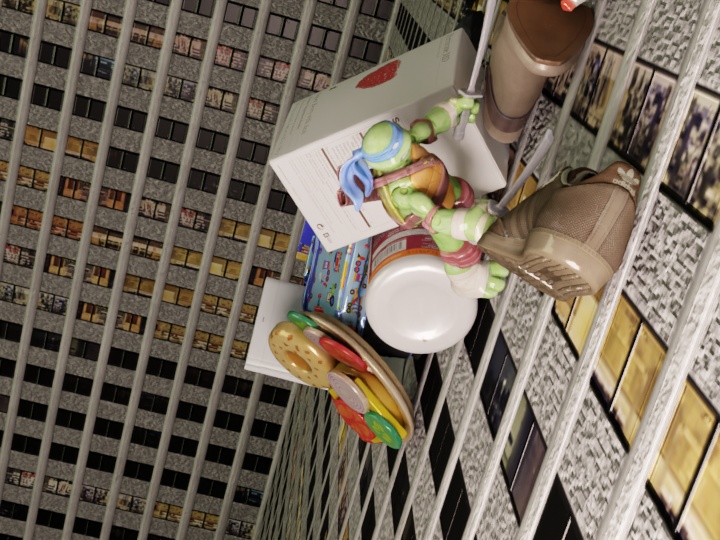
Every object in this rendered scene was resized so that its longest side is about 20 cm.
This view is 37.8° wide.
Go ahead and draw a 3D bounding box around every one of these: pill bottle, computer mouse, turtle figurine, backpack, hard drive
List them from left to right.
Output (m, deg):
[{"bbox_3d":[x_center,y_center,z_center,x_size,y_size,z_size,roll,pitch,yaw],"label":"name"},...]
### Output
[{"bbox_3d":[-0.040,0.091,1.361,0.026,0.198,0.133,113,170,-55],"label":"hard drive"},{"bbox_3d":[0.000,0.000,1.278,0.200,0.134,0.184,21,98,63],"label":"backpack"},{"bbox_3d":[0.062,-0.015,1.073,0.201,0.109,0.110,-84,10,-57],"label":"pill bottle"},{"bbox_3d":[0.145,-0.350,1.466,0.201,0.034,0.059,-84,9,-58],"label":"computer mouse"},{"bbox_3d":[0.095,-0.072,0.852,0.200,0.144,0.194,-40,-35,-3],"label":"turtle figurine"}]

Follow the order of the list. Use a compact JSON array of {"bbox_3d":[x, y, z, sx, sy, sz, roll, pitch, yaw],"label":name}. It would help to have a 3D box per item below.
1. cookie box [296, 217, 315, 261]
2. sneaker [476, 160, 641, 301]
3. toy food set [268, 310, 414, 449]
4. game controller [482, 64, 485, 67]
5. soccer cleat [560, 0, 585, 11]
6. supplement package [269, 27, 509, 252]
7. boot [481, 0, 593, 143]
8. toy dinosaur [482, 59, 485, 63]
[{"bbox_3d":[0.017,-0.084,1.403,0.076,0.170,0.201,-77,4,-46],"label":"cookie box"},{"bbox_3d":[0.135,-0.027,0.690,0.076,0.070,0.200,-56,7,-2],"label":"sneaker"},{"bbox_3d":[-0.018,0.123,1.187,0.049,0.200,0.198,-42,3,-21],"label":"toy food set"},{"bbox_3d":[0.081,-0.177,1.190,0.199,0.042,0.105,10,113,56],"label":"game controller"},{"bbox_3d":[0.125,-0.276,0.846,0.078,0.200,0.069,-51,-33,-2],"label":"soccer cleat"},{"bbox_3d":[0.033,-0.126,1.030,0.120,0.199,0.122,57,-153,-28],"label":"supplement package"},{"bbox_3d":[0.142,-0.172,0.901,0.201,0.070,0.147,-74,0,-48],"label":"boot"},{"bbox_3d":[0.102,-0.197,1.298,0.200,0.085,0.137,-75,-7,-81],"label":"toy dinosaur"}]
